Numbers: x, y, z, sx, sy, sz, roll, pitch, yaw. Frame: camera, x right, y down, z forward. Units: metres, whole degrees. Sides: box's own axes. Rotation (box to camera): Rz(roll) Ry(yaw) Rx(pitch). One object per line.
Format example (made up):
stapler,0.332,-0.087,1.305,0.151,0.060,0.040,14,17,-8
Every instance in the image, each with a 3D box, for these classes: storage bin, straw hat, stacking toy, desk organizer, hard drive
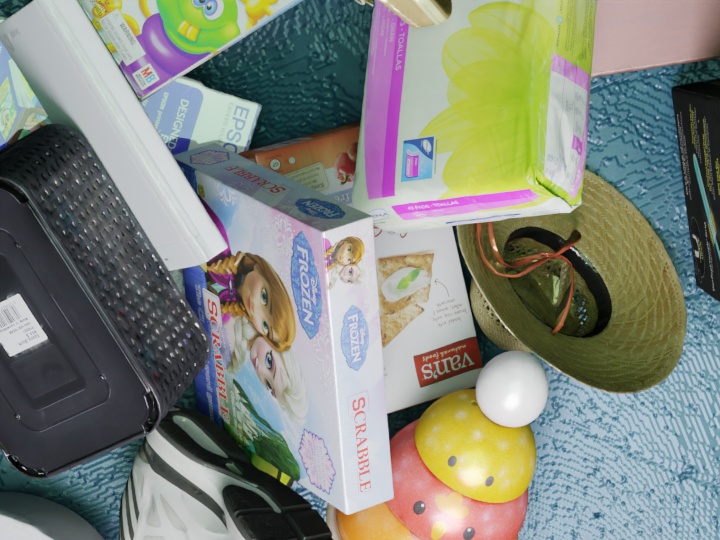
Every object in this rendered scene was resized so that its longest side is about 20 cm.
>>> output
storage bin,-0.211,0.022,1.502,0.135,0.094,0.201,-24,106,29
straw hat,0.127,0.017,1.584,0.201,0.201,0.085,42,133,-6
stacking toy,0.071,0.130,1.534,0.145,0.147,0.201,21,126,-5
desk organizer,0.229,-0.193,1.571,0.198,0.072,0.078,-8,114,4
hard drive,-0.168,-0.091,1.496,0.026,0.132,0.201,-35,100,-20

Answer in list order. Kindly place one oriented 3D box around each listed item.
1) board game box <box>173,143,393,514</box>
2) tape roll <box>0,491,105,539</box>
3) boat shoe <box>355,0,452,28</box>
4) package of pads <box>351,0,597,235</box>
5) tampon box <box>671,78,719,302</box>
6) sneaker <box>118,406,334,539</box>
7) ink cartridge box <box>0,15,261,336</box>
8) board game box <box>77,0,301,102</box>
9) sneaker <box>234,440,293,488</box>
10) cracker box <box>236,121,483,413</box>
board game box,-0.054,0.036,1.503,0.041,0.199,0.202,-18,115,-29
tape roll,-0.258,0.261,1.581,0.199,0.066,0.202,2,96,16
boat shoe,-0.024,-0.224,1.459,0.200,0.073,0.063,41,115,-15
package of pads,0.080,-0.131,1.496,0.154,0.068,0.202,-7,69,34
tampon box,0.299,-0.057,1.529,0.125,0.200,0.151,-8,98,-2
sneaker,-0.094,0.194,1.524,0.200,0.075,0.116,42,117,36
ink cartridge box,-0.192,-0.056,1.586,0.198,0.043,0.200,18,96,-6
board game box,-0.104,-0.203,1.518,0.199,0.105,0.103,-34,97,-16
sneaker,-0.122,0.200,1.615,0.083,0.074,0.201,37,100,24
cracker box,0.000,0.000,1.576,0.133,0.058,0.202,-16,98,-20
